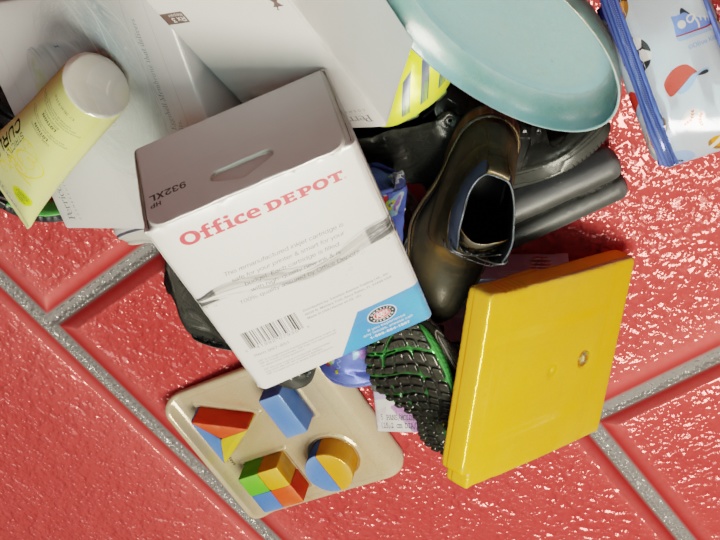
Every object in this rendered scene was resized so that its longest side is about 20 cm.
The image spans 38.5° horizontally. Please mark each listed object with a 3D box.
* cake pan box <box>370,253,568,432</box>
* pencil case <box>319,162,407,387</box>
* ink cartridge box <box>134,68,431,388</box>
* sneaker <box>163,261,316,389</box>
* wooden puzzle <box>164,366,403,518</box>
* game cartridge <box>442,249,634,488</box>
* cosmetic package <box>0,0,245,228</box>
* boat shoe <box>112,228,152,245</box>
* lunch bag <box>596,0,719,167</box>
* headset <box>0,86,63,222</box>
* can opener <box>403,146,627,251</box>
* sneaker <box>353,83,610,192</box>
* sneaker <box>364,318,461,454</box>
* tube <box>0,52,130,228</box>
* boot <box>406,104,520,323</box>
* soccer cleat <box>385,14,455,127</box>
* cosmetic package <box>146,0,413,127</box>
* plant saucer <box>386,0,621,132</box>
[{"bbox_3d":[0.099,0.071,0.979,0.199,0.052,0.185,1,120,10],"label":"cake pan box"},{"bbox_3d":[0.000,0.000,0.881,0.078,0.087,0.201,32,133,44],"label":"pencil case"},{"bbox_3d":[-0.050,-0.022,0.732,0.145,0.084,0.200,-23,140,3],"label":"ink cartridge box"},{"bbox_3d":[-0.117,0.045,0.965,0.200,0.066,0.091,44,137,18],"label":"sneaker"},{"bbox_3d":[-0.082,0.179,1.080,0.199,0.046,0.186,-24,114,23],"label":"wooden puzzle"},{"bbox_3d":[0.152,0.080,0.880,0.032,0.199,0.177,26,117,43],"label":"game cartridge"},{"bbox_3d":[-0.168,-0.145,0.816,0.199,0.123,0.200,3,125,33],"label":"cosmetic package"},{"bbox_3d":[-0.131,-0.031,0.897,0.199,0.072,0.066,-5,96,23],"label":"boat shoe"},{"bbox_3d":[0.214,-0.163,0.723,0.075,0.200,0.161,-22,98,20],"label":"lunch bag"},{"bbox_3d":[-0.321,-0.111,0.913,0.123,0.094,0.200,-36,121,27],"label":"headset"},{"bbox_3d":[0.127,-0.056,0.894,0.199,0.067,0.053,-25,135,9],"label":"can opener"},{"bbox_3d":[0.096,-0.114,0.855,0.199,0.060,0.104,-22,119,27],"label":"sneaker"},{"bbox_3d":[0.067,0.088,0.898,0.078,0.085,0.200,5,148,30],"label":"sneaker"},{"bbox_3d":[-0.239,-0.096,0.782,0.052,0.058,0.200,14,154,-34],"label":"tube"},{"bbox_3d":[0.077,-0.024,0.818,0.074,0.097,0.201,12,120,-2],"label":"boot"},{"bbox_3d":[0.062,-0.194,0.792,0.200,0.084,0.065,-44,62,24],"label":"soccer cleat"},{"bbox_3d":[-0.060,-0.182,0.696,0.112,0.081,0.200,1,151,34],"label":"cosmetic package"},{"bbox_3d":[0.089,-0.165,0.685,0.200,0.200,0.027,37,79,-13],"label":"plant saucer"}]
